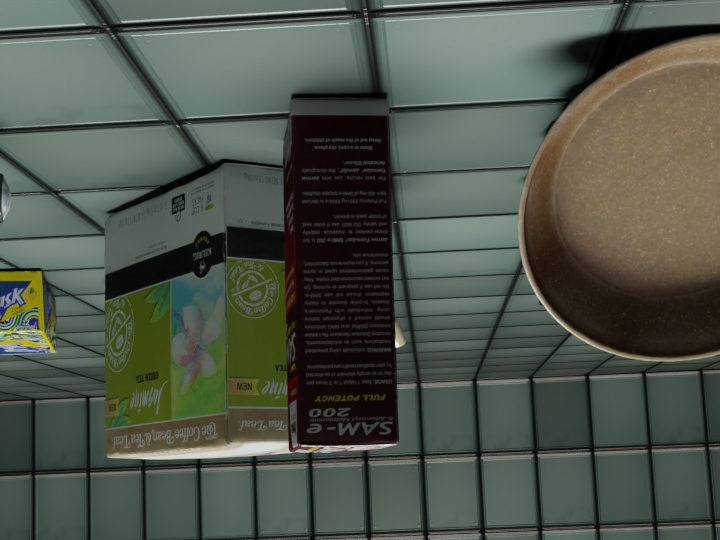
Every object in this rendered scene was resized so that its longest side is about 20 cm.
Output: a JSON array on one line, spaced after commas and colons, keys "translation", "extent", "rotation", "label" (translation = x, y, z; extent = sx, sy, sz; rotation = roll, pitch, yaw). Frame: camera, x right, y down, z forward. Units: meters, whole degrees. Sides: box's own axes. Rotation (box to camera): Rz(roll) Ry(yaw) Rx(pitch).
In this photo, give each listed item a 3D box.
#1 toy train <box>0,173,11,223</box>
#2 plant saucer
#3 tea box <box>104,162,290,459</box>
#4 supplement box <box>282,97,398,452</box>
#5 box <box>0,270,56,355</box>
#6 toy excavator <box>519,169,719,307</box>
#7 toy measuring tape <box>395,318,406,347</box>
[{"translation": [-0.313, -0.043, 0.794], "extent": [0.200, 0.085, 0.114], "rotation": [0, 180, -11], "label": "toy train"}, {"translation": [0.182, -0.042, 0.725], "extent": [0.200, 0.201, 0.037], "rotation": [-1, -150, -7], "label": "plant saucer"}, {"translation": [-0.093, 0.041, 0.985], "extent": [0.134, 0.197, 0.200], "rotation": [4, 168, -34], "label": "tea box"}, {"translation": [-0.014, 0.007, 0.787], "extent": [0.061, 0.200, 0.109], "rotation": [-1, 170, -6], "label": "supplement box"}, {"translation": [-0.358, 0.047, 1.367], "extent": [0.070, 0.064, 0.200], "rotation": [-1, 170, -10], "label": "box"}, {"translation": [0.153, -0.044, 0.865], "extent": [0.100, 0.200, 0.195], "rotation": [-1, 126, -5], "label": "toy excavator"}, {"translation": [0.000, 0.000, 1.039], "extent": [0.074, 0.074, 0.200], "rotation": [3, -163, -31], "label": "toy measuring tape"}]
